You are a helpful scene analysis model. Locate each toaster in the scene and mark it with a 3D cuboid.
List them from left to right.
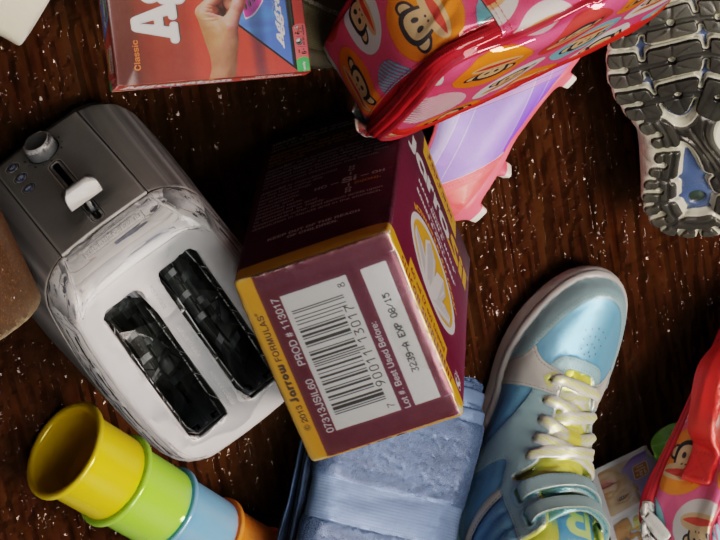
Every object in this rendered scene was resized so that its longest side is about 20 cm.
[{"bbox_3d":[-0.112,0.015,1.581,0.114,0.129,0.200,-35,124,-6],"label":"toaster"}]

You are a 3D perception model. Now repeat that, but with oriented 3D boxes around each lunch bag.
[{"bbox_3d":[0.080,-0.142,1.533,0.200,0.176,0.082,-27,84,-20],"label":"lunch bag"},{"bbox_3d":[0.255,0.109,1.790,0.176,0.082,0.200,41,68,-35],"label":"lunch bag"}]

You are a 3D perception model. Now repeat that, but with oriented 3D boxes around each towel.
[{"bbox_3d":[0.006,0.149,1.711,0.112,0.049,0.200,17,79,-27],"label":"towel"}]

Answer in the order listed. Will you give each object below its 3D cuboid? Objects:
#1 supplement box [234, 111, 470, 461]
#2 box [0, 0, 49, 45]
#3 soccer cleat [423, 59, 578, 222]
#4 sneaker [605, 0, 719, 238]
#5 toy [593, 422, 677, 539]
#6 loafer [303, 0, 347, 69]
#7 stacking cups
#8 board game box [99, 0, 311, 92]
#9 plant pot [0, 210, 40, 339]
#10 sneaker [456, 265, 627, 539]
[{"bbox_3d":[0.000,0.000,1.559,0.086,0.200,0.110,-18,111,11],"label":"supplement box"},{"bbox_3d":[-0.237,-0.197,1.443,0.200,0.095,0.078,28,100,-32],"label":"box"},{"bbox_3d":[0.076,-0.119,1.651,0.076,0.067,0.200,24,104,-28],"label":"soccer cleat"},{"bbox_3d":[0.181,-0.114,1.688,0.078,0.089,0.200,-2,135,7],"label":"sneaker"},{"bbox_3d":[0.224,0.185,1.873,0.115,0.047,0.200,-26,121,-12],"label":"toy"},{"bbox_3d":[-0.065,-0.163,1.552,0.200,0.076,0.068,18,111,-31],"label":"loafer"},{"bbox_3d":[-0.099,0.141,1.697,0.200,0.061,0.061,33,96,-39],"label":"stacking cups"},{"bbox_3d":[-0.088,-0.194,1.499,0.103,0.019,0.200,-6,86,-17],"label":"board game box"},{"bbox_3d":[-0.275,-0.052,1.458,0.187,0.187,0.200,-20,105,-16],"label":"plant pot"},{"bbox_3d":[0.121,0.105,1.735,0.079,0.131,0.200,18,104,-29],"label":"sneaker"}]
